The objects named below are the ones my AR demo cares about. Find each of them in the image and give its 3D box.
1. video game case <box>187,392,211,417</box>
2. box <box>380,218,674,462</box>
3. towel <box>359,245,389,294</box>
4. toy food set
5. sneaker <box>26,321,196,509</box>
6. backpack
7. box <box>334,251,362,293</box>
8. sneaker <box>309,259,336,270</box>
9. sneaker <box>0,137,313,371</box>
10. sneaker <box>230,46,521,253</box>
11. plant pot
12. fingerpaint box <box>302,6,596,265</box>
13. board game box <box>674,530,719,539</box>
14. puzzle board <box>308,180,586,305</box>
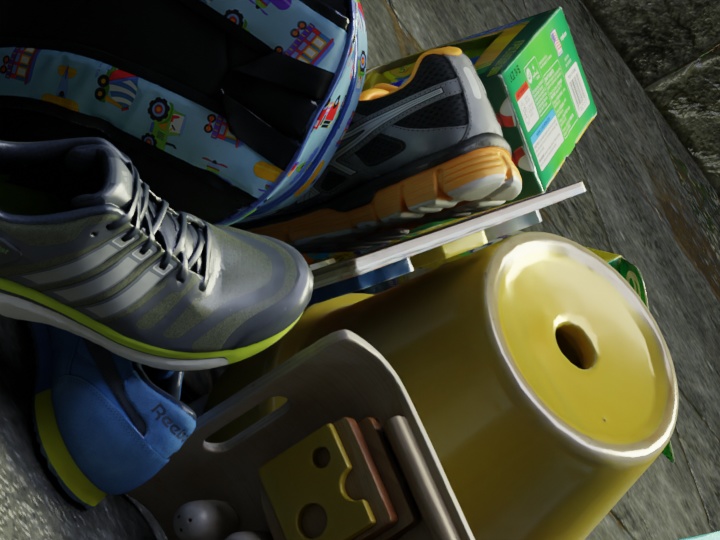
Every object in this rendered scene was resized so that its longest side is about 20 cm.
[{"bbox_3d":[-0.021,0.151,1.595,0.200,0.017,0.143,61,13,5],"label":"video game case"},{"bbox_3d":[0.091,0.041,1.623,0.200,0.048,0.117,13,-60,54],"label":"box"},{"bbox_3d":[0.037,0.074,1.765,0.112,0.049,0.200,-5,91,-64],"label":"towel"},{"bbox_3d":[-0.022,0.145,1.331,0.060,0.143,0.200,17,44,-58],"label":"toy food set"},{"bbox_3d":[-0.115,0.023,1.393,0.066,0.078,0.200,47,17,-39],"label":"sneaker"},{"bbox_3d":[-0.080,-0.108,1.430,0.200,0.183,0.135,29,4,27],"label":"backpack"},{"bbox_3d":[-0.036,-0.025,1.802,0.200,0.070,0.064,50,19,-38],"label":"box"},{"bbox_3d":[-0.029,0.042,1.677,0.200,0.075,0.100,53,6,35],"label":"sneaker"},{"bbox_3d":[-0.107,-0.012,1.297,0.200,0.081,0.074,11,51,-27],"label":"sneaker"},{"bbox_3d":[-0.002,-0.053,1.469,0.078,0.200,0.077,-5,82,-48],"label":"sneaker"},{"bbox_3d":[0.052,0.081,1.499,0.201,0.189,0.201,27,44,-29],"label":"plant pot"},{"bbox_3d":[0.030,-0.075,1.658,0.200,0.167,0.073,-49,120,-69],"label":"fingerpaint box"},{"bbox_3d":[0.078,0.188,1.437,0.200,0.152,0.045,-6,63,-47],"label":"board game box"},{"bbox_3d":[0.000,0.000,1.495,0.151,0.200,0.017,-19,91,-36],"label":"puzzle board"}]
